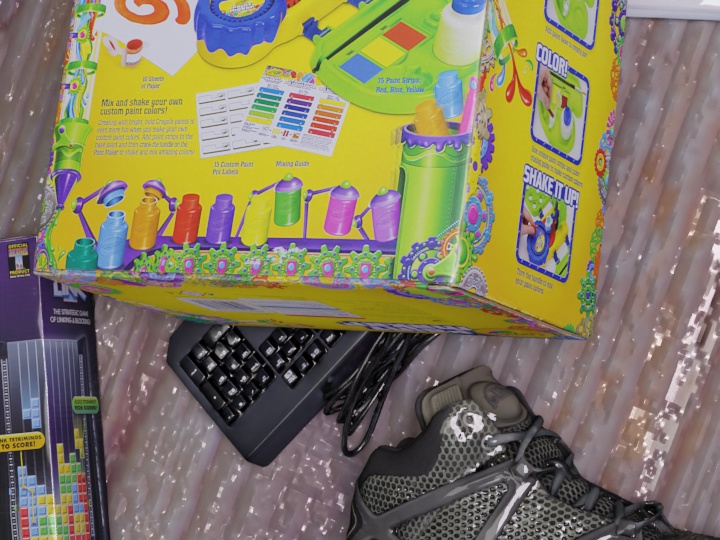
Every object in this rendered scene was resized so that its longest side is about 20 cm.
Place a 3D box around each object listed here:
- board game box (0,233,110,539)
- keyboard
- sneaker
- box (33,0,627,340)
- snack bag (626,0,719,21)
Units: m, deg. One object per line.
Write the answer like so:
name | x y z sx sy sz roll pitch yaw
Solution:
board game box | -0.220 0.076 1.041 0.199 0.057 0.166 -7 85 21
keyboard | 0.000 0.000 0.966 0.104 0.040 0.200 46 104 18
sneaker | 0.084 0.099 0.907 0.199 0.076 0.115 0 93 27
box | -0.009 -0.078 0.899 0.199 0.122 0.193 2 80 32
snack bag | 0.112 -0.202 0.942 0.188 0.021 0.201 6 89 21
